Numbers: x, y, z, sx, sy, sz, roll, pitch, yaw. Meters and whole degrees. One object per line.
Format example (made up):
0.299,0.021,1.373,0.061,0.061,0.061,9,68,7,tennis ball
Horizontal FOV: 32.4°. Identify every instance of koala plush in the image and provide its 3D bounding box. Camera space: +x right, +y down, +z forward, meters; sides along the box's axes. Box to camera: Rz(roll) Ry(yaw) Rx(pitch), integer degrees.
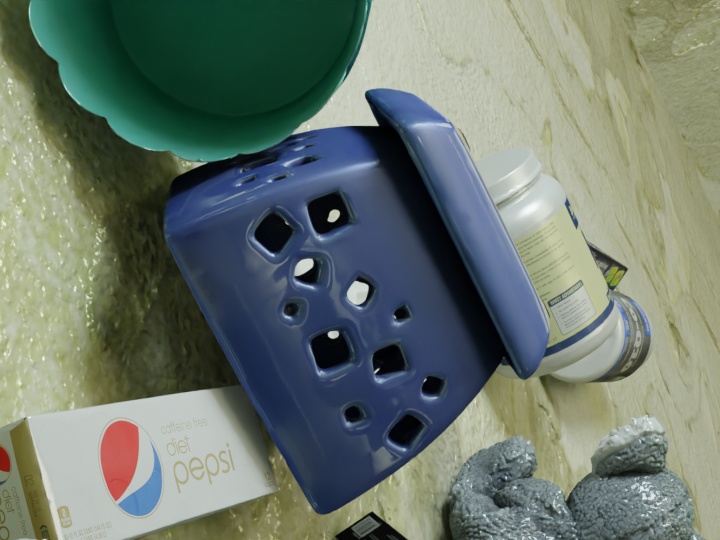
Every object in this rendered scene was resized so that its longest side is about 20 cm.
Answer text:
0.188,0.222,1.036,0.178,0.199,0.184,70,18,2,koala plush

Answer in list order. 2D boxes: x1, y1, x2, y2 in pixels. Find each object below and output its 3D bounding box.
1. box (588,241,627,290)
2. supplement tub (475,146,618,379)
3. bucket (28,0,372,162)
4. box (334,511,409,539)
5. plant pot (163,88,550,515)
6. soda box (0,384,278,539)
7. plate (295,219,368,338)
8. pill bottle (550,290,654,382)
0.247,-0.034,1.515,0.110,0.035,0.200,38,9,29,box
0.159,-0.008,1.252,0.201,0.145,0.145,63,24,-15,supplement tub
-0.091,-0.173,0.777,0.135,0.207,0.208,-71,136,-76,bucket
0.050,0.234,0.805,0.110,0.035,0.200,63,-15,-12,box
0.000,0.000,0.782,0.200,0.179,0.200,61,1,-16,plant pot
-0.123,0.106,0.646,0.200,0.063,0.068,1,70,-65,soda box
0.000,0.046,1.005,0.199,0.032,0.201,2,70,-66,plate
0.285,0.078,1.494,0.200,0.113,0.114,8,63,-63,pill bottle
